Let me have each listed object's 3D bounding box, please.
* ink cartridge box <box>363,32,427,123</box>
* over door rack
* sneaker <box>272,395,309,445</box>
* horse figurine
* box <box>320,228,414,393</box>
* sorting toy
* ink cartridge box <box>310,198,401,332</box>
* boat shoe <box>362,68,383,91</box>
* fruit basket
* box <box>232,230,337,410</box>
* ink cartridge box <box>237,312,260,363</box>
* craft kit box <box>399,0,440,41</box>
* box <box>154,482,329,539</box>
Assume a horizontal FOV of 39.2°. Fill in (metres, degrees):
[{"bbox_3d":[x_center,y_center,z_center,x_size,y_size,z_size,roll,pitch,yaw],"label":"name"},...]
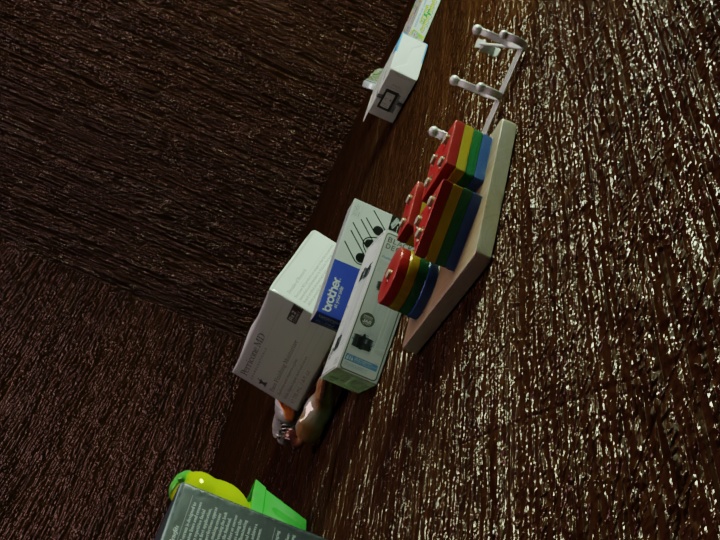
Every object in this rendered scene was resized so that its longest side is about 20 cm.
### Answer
[{"bbox_3d":[0.077,-0.420,2.278,0.200,0.067,0.117,124,166,-56],"label":"ink cartridge box"},{"bbox_3d":[0.140,-0.231,1.292,0.200,0.066,0.149,-113,46,-79],"label":"over door rack"},{"bbox_3d":[-0.118,0.260,1.739,0.200,0.075,0.093,111,174,-87],"label":"sneaker"},{"bbox_3d":[-0.065,0.205,1.557,0.202,0.049,0.133,-63,3,20],"label":"horse figurine"},{"bbox_3d":[0.015,0.057,1.366,0.117,0.059,0.202,134,156,-71],"label":"box"},{"bbox_3d":[0.087,-0.045,1.118,0.201,0.069,0.201,122,167,-52],"label":"sorting toy"},{"bbox_3d":[0.000,0.000,1.513,0.044,0.093,0.202,127,163,-61],"label":"ink cartridge box"},{"bbox_3d":[0.047,-0.524,2.779,0.200,0.071,0.063,-86,17,-75],"label":"boat shoe"},{"bbox_3d":[-0.173,0.356,1.316,0.216,0.213,0.157,-98,32,-75],"label":"fruit basket"},{"bbox_3d":[-0.090,0.080,1.659,0.200,0.130,0.200,-63,-3,36],"label":"box"},{"bbox_3d":[-0.140,0.146,1.887,0.200,0.143,0.086,132,158,-68],"label":"ink cartridge box"},{"bbox_3d":[0.152,-0.627,2.445,0.198,0.048,0.202,-106,38,-74],"label":"craft kit box"},{"bbox_3d":[-0.133,0.339,1.072,0.108,0.198,0.149,-75,11,-49],"label":"box"}]
